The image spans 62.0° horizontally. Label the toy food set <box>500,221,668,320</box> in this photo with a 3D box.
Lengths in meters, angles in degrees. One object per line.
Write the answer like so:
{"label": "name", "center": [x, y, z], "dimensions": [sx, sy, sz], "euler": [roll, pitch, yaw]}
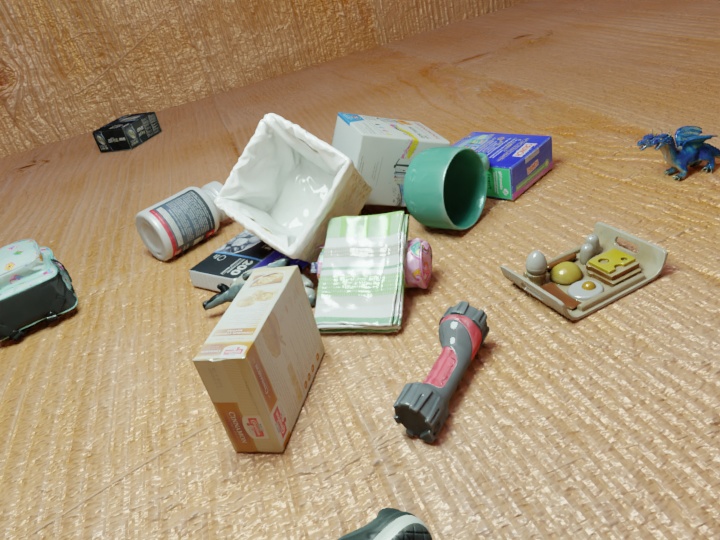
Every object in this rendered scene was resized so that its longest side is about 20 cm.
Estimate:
{"label": "toy food set", "center": [0.333, -0.011, 0.902], "dimensions": [0.199, 0.061, 0.143], "euler": [-24, 30, -15]}

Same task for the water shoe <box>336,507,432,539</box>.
{"label": "water shoe", "center": [-0.021, 0.297, 0.547], "dimensions": [0.199, 0.072, 0.079], "euler": [-29, 4, -21]}

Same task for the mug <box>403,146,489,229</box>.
{"label": "mug", "center": [0.163, -0.158, 1.153], "dimensions": [0.114, 0.153, 0.184], "euler": [9, 8, 41]}

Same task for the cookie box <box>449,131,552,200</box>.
{"label": "cookie box", "center": [0.282, -0.230, 1.286], "dimensions": [0.199, 0.076, 0.171], "euler": [16, 41, 43]}

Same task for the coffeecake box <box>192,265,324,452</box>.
{"label": "coffeecake box", "center": [-0.124, 0.112, 0.799], "dimensions": [0.073, 0.154, 0.200], "euler": [-5, 30, 17]}

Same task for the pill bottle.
{"label": "pill bottle", "center": [-0.389, -0.119, 1.353], "dimensions": [0.119, 0.120, 0.200], "euler": [16, 41, 42]}

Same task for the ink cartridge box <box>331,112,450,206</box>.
{"label": "ink cartridge box", "center": [0.054, -0.227, 1.240], "dimensions": [0.199, 0.146, 0.147], "euler": [0, 29, -24]}

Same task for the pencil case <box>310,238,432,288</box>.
{"label": "pencil case", "center": [0.021, -0.010, 1.015], "dimensions": [0.198, 0.088, 0.088], "euler": [-1, 32, 21]}

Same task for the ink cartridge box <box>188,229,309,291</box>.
{"label": "ink cartridge box", "center": [-0.202, -0.022, 1.181], "dimensions": [0.199, 0.044, 0.198], "euler": [11, 38, 35]}

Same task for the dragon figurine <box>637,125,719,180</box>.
{"label": "dragon figurine", "center": [0.619, -0.232, 1.114], "dimensions": [0.198, 0.100, 0.059], "euler": [-14, 29, 1]}

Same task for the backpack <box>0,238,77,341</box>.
{"label": "backpack", "center": [-0.683, 0.028, 1.204], "dimensions": [0.175, 0.154, 0.200], "euler": [-31, 26, -17]}

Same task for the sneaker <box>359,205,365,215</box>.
{"label": "sneaker", "center": [-0.019, -0.162, 1.324], "dimensions": [0.081, 0.078, 0.201], "euler": [6, 35, 5]}

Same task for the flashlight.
{"label": "flashlight", "center": [0.104, 0.121, 0.771], "dimensions": [0.067, 0.068, 0.200], "euler": [8, 35, 32]}

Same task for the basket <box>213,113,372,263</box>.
{"label": "basket", "center": [-0.115, -0.140, 1.093], "dimensions": [0.198, 0.161, 0.201], "euler": [33, 93, 20]}

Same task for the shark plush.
{"label": "shark plush", "center": [-0.179, 0.038, 1.034], "dimensions": [0.198, 0.084, 0.091], "euler": [-11, -9, -4]}

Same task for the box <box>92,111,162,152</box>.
{"label": "box", "center": [-0.913, -0.545, 2.353], "dimensions": [0.163, 0.087, 0.200], "euler": [1, 33, 24]}

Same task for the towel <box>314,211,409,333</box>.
{"label": "towel", "center": [0.000, 0.000, 0.957], "dimensions": [0.148, 0.031, 0.201], "euler": [-2, 67, 20]}
